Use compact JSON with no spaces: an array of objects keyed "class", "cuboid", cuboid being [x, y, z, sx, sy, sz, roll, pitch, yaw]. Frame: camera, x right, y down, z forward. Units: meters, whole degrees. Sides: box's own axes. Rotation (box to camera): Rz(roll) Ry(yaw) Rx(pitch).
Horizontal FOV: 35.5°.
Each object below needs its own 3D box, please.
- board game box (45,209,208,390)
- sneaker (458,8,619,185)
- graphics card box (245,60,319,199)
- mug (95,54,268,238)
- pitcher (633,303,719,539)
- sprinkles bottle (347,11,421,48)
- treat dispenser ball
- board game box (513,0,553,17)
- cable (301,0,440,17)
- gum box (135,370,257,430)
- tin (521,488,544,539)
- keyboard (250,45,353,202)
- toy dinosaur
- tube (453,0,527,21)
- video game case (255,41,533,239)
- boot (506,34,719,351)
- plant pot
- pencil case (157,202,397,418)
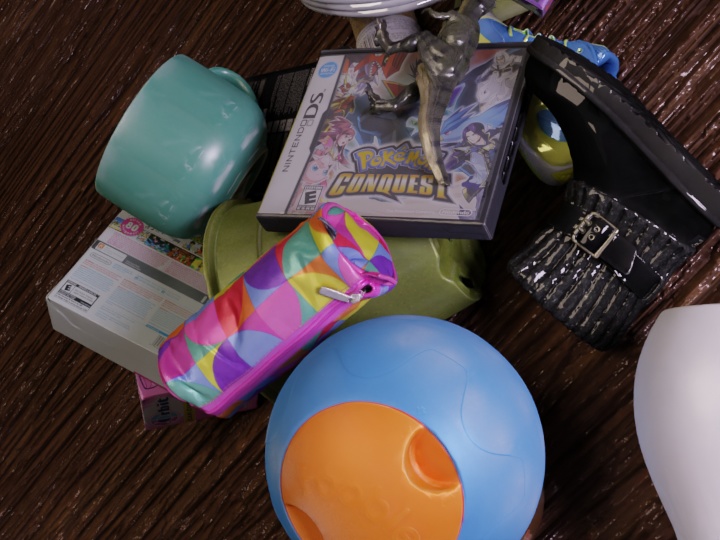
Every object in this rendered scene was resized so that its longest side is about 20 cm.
[{"class":"board game box","cuboid":[-0.184,0.003,1.100,0.147,0.064,0.200,27,56,12]},{"class":"sneaker","cuboid":[0.159,-0.168,0.950,0.105,0.076,0.200,-33,61,16]},{"class":"graphics card box","cuboid":[-0.070,-0.134,1.109,0.200,0.051,0.126,5,80,59]},{"class":"mug","cuboid":[-0.148,-0.119,1.052,0.185,0.114,0.152,-57,-1,-13]},{"class":"pitcher","cuboid":[0.264,0.122,0.716,0.171,0.121,0.200,-5,82,22]},{"class":"sprinkles bottle","cuboid":[0.038,-0.182,1.063,0.068,0.068,0.200,-34,54,30]},{"class":"treat dispenser ball","cuboid":[0.031,0.132,0.810,0.201,0.201,0.201,-17,64,39]},{"class":"board game box","cuboid":[0.152,-0.323,0.919,0.120,0.032,0.200,32,92,6]},{"class":"cable","cuboid":[0.025,-0.298,1.045,0.200,0.069,0.200,11,41,34]},{"class":"gum box","cuboid":[-0.180,0.051,1.146,0.066,0.113,0.200,98,158,-53]},{"class":"tin","cuboid":[0.072,0.158,0.929,0.112,0.042,0.200,-51,48,13]},{"class":"keyboard","cuboid":[-0.038,-0.128,1.151,0.200,0.021,0.127,-58,39,12]},{"class":"toy dinosaur","cuboid":[0.050,-0.159,0.892,0.088,0.047,0.200,7,63,21]},{"class":"tube","cuboid":[0.158,-0.262,0.996,0.200,0.058,0.052,-14,104,43]},{"class":"video game case","cuboid":[0.031,-0.108,0.908,0.200,0.026,0.181,3,58,27]},{"class":"boot","cuboid":[0.162,-0.059,0.852,0.158,0.079,0.211,-47,73,21]},{"class":"plant pot","cuboid":[0.000,0.000,0.970,0.190,0.200,0.200,-20,61,23]},{"class":"pencil case","cuboid":[-0.063,0.033,0.850,0.200,0.088,0.088,-39,51,23]}]
